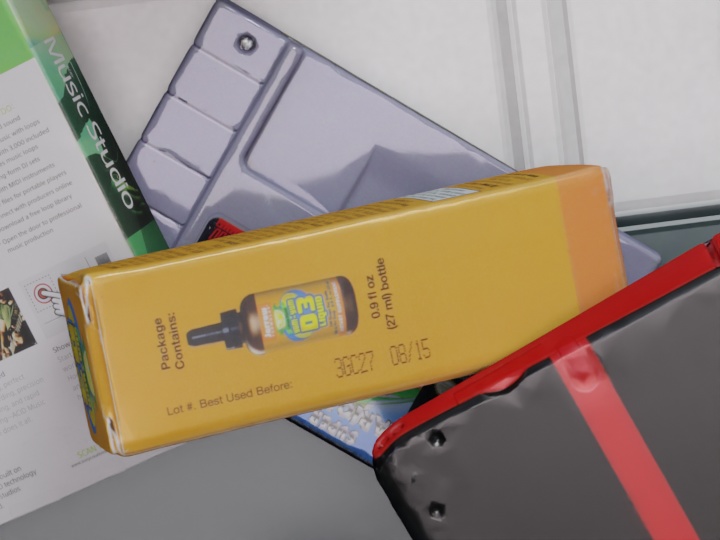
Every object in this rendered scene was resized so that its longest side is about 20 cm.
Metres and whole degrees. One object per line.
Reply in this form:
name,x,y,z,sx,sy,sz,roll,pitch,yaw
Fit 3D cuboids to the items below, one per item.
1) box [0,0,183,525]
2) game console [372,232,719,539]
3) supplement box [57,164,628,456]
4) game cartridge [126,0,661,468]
box,-0.150,-0.006,1.072,0.144,0.036,0.201,-23,99,18
game console,0.124,0.103,1.016,0.176,0.031,0.201,-29,100,7
supplement box,-0.006,0.012,1.023,0.199,0.069,0.067,-12,97,-16
game cartridge,0.000,0.000,1.093,0.199,0.038,0.130,30,92,-4
